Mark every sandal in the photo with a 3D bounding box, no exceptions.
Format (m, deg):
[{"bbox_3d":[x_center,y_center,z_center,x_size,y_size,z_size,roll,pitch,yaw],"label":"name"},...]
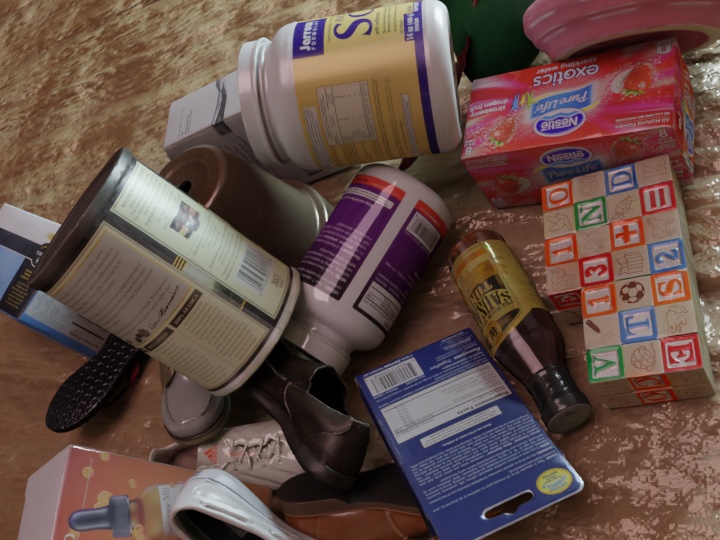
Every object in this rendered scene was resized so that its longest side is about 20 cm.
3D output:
[{"bbox_3d":[-0.303,0.126,0.986,0.075,0.045,0.200,22,61,35],"label":"sandal"}]

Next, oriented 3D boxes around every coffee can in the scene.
[{"bbox_3d":[-0.177,0.005,0.736,0.146,0.200,0.147,-43,25,25],"label":"coffee can"}]

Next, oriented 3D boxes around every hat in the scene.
[{"bbox_3d":[0.143,-0.204,0.847,0.200,0.165,0.177,150,125,-76],"label":"hat"}]

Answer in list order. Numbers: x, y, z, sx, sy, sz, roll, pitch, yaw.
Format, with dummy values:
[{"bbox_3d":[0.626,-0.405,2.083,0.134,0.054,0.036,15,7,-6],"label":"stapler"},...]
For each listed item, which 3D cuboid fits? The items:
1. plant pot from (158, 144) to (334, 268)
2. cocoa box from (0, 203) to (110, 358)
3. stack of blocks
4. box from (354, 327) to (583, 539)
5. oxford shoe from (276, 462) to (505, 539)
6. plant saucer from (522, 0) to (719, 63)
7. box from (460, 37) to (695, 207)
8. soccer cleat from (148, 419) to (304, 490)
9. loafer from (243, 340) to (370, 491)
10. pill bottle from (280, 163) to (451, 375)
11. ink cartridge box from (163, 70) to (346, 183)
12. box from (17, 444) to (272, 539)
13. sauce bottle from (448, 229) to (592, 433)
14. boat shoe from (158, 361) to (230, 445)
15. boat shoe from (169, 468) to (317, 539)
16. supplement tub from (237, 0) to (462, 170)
[{"bbox_3d":[-0.142,-0.043,0.888,0.199,0.175,0.201,-16,55,25],"label":"plant pot"},{"bbox_3d":[-0.419,0.013,1.067,0.199,0.133,0.132,17,73,40],"label":"cocoa box"},{"bbox_3d":[0.223,0.011,0.680,0.115,0.059,0.201,-14,55,27],"label":"stack of blocks"},{"bbox_3d":[0.084,0.139,0.667,0.121,0.033,0.200,-22,38,-8],"label":"box"},{"bbox_3d":[0.030,0.212,0.691,0.199,0.072,0.071,-7,15,18],"label":"oxford shoe"},{"bbox_3d":[0.254,-0.228,0.739,0.200,0.200,0.051,-5,91,32],"label":"plant saucer"},{"bbox_3d":[0.207,-0.134,0.757,0.199,0.095,0.100,-4,61,32],"label":"box"},{"bbox_3d":[-0.120,0.184,0.792,0.199,0.078,0.070,-19,53,23],"label":"soccer cleat"},{"bbox_3d":[-0.045,0.114,0.731,0.071,0.073,0.200,-54,44,7],"label":"loafer"},{"bbox_3d":[0.000,0.000,0.803,0.112,0.112,0.201,23,77,41],"label":"pill bottle"},{"bbox_3d":[-0.115,-0.169,0.965,0.199,0.146,0.084,-18,53,23],"label":"ink cartridge box"},{"bbox_3d":[-0.191,0.258,0.697,0.106,0.199,0.153,-36,44,41],"label":"box"},{"bbox_3d":[0.140,0.050,0.708,0.066,0.066,0.200,-35,47,11],"label":"sauce bottle"},{"bbox_3d":[-0.183,0.106,0.842,0.074,0.069,0.200,-20,27,-5],"label":"boat shoe"},{"bbox_3d":[-0.074,0.248,0.659,0.199,0.065,0.074,33,106,0],"label":"boat shoe"},{"bbox_3d":[-0.006,-0.177,0.781,0.199,0.146,0.146,-6,57,10],"label":"supplement tub"}]
